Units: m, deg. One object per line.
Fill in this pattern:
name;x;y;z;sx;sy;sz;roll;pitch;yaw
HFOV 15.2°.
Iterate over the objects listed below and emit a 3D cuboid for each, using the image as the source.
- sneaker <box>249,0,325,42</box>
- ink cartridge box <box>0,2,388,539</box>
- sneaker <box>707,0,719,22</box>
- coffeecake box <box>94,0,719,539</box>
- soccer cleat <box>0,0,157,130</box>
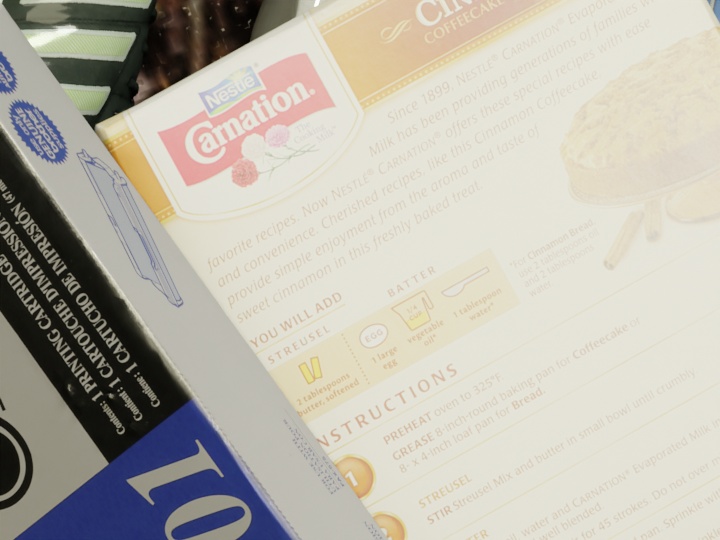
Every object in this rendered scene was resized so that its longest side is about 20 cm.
sneaker;0.000;0.000;0.817;0.088;0.075;0.201;17;75;-16
ink cartridge box;-0.070;0.044;0.653;0.094;0.044;0.200;-38;86;22
sneaker;0.077;-0.015;0.810;0.200;0.077;0.076;-42;126;-26
coffeecake box;0.045;0.017;0.700;0.153;0.073;0.201;-29;88;-4
soccer cleat;-0.094;-0.070;0.823;0.081;0.067;0.200;51;59;-32
